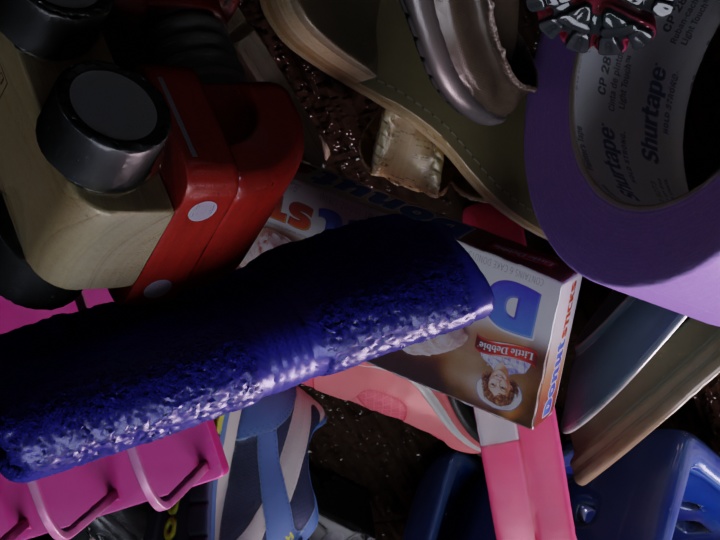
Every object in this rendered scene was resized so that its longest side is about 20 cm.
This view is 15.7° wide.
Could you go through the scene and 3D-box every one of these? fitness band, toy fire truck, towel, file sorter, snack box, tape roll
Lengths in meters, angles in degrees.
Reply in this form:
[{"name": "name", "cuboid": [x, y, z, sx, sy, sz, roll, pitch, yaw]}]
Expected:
[{"name": "fitness band", "cuboid": [0.076, 0.067, 1.216, 0.037, 0.144, 0.201, -8, 97, 6]}, {"name": "toy fire truck", "cuboid": [-0.072, -0.068, 1.052, 0.199, 0.177, 0.129, -2, 143, -33]}, {"name": "towel", "cuboid": [-0.058, 0.025, 1.028, 0.199, 0.050, 0.148, -20, -175, -13]}, {"name": "file sorter", "cuboid": [-0.184, 0.064, 1.168, 0.199, 0.140, 0.125, -18, -177, 10]}, {"name": "snack box", "cuboid": [0.000, 0.000, 1.144, 0.199, 0.024, 0.072, 22, 116, 24]}, {"name": "tape roll", "cuboid": [0.152, -0.081, 1.049, 0.065, 0.201, 0.200, 19, 134, -32]}]

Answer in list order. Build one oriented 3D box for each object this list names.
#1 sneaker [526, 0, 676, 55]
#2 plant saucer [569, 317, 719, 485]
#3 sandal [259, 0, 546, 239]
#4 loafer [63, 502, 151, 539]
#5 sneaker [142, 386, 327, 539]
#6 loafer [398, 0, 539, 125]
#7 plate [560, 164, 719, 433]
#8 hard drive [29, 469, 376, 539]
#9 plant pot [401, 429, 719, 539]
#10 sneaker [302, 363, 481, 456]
[{"name": "sneaker", "cuboid": [0.096, -0.187, 1.001, 0.080, 0.075, 0.201, 9, 120, 2]}, {"name": "plant saucer", "cuboid": [0.171, 0.027, 1.240, 0.200, 0.030, 0.200, -40, 175, -4]}, {"name": "sandal", "cuboid": [0.019, -0.074, 1.149, 0.069, 0.078, 0.211, -17, 140, 41]}, {"name": "loafer", "cuboid": [-0.133, 0.108, 1.298, 0.070, 0.068, 0.200, -39, 115, 19]}, {"name": "sneaker", "cuboid": [-0.061, 0.139, 1.252, 0.082, 0.201, 0.074, 20, 165, -36]}, {"name": "loafer", "cuboid": [0.042, -0.139, 1.045, 0.071, 0.073, 0.200, -19, 135, 6]}, {"name": "plate", "cuboid": [0.149, -0.009, 1.181, 0.026, 0.200, 0.200, 39, 130, 2]}, {"name": "hard drive", "cuboid": [-0.109, 0.158, 1.421, 0.200, 0.038, 0.139, -33, 136, 28]}, {"name": "plant pot", "cuboid": [0.119, 0.206, 1.389, 0.179, 0.201, 0.200, -1, 154, 36]}, {"name": "sneaker", "cuboid": [0.008, 0.035, 1.285, 0.086, 0.074, 0.200, -5, 154, 35]}]
